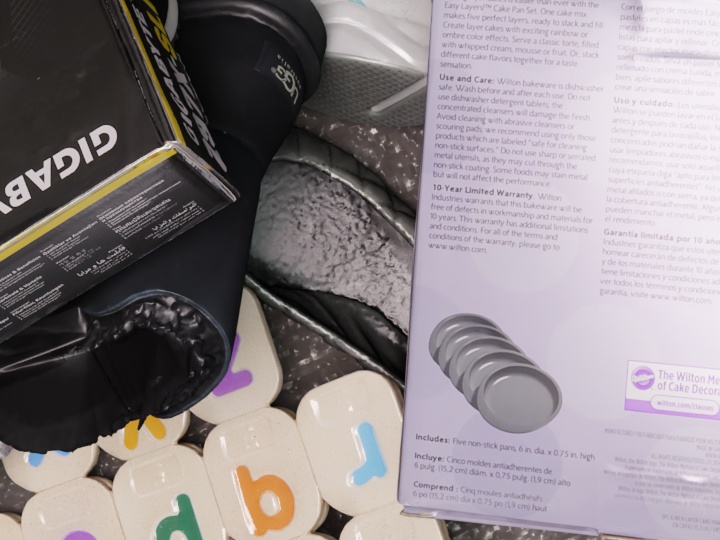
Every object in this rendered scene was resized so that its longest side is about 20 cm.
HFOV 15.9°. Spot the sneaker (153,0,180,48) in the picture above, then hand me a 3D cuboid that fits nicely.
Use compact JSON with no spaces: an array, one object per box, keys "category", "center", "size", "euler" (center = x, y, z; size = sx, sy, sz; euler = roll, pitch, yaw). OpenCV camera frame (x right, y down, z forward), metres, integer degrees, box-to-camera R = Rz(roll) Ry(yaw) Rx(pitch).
[{"category":"sneaker","center":[-0.118,-0.144,0.883],"size":[0.070,0.201,0.090],"euler":[-21,136,-1]}]

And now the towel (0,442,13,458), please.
[{"category":"towel","center":[-0.236,0.062,0.926],"size":[0.200,0.086,0.165],"euler":[-48,120,4]}]

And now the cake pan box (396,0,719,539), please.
[{"category":"cake pan box","center":[0.115,-0.002,0.859],"size":[0.198,0.052,0.186],"euler":[4,98,15]}]

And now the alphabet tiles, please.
[{"category":"alphabet tiles","center":[-0.062,0.114,0.964],"size":[0.199,0.015,0.197],"euler":[-21,83,17]}]

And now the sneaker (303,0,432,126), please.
[{"category":"sneaker","center":[-0.054,-0.110,0.957],"size":[0.199,0.070,0.081],"euler":[11,72,4]}]

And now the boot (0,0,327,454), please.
[{"category":"boot","center":[-0.113,-0.016,0.882],"size":[0.199,0.169,0.077],"euler":[-10,131,29]}]

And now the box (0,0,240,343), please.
[{"category":"box","center":[-0.155,-0.043,0.805],"size":[0.199,0.049,0.160],"euler":[-30,60,11]}]

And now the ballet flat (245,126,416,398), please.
[{"category":"ballet flat","center":[0.000,0.000,0.960],"size":[0.199,0.057,0.067],"euler":[34,95,0]}]
